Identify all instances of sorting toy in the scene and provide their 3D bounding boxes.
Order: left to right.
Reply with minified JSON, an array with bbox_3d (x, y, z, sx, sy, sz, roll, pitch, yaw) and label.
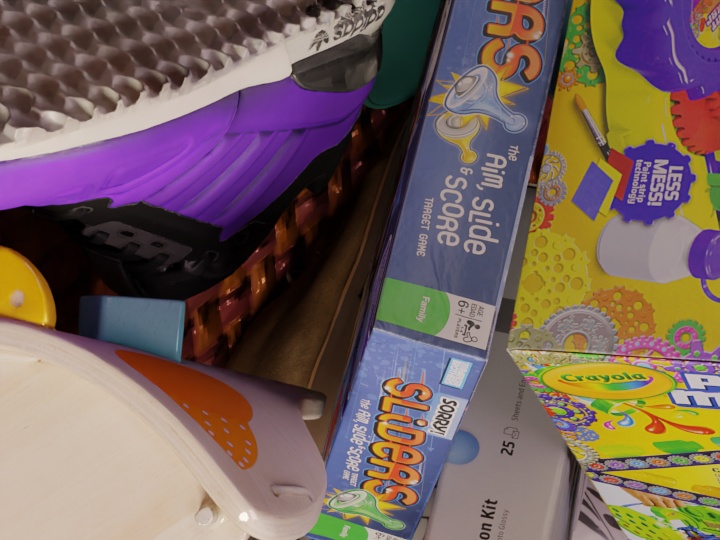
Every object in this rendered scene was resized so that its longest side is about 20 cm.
[{"bbox_3d":[-0.094,0.065,0.815,0.107,0.200,0.180,65,20,9],"label":"sorting toy"}]

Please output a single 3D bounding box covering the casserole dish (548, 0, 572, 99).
[{"bbox_3d":[0.065,-0.137,0.960,0.039,0.121,0.201,-25,130,-25],"label":"casserole dish"}]

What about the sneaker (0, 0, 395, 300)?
[{"bbox_3d":[-0.064,-0.030,0.776,0.200,0.069,0.100,-22,134,-46],"label":"sneaker"}]

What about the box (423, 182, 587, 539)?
[{"bbox_3d":[0.045,0.098,0.882,0.156,0.041,0.201,90,11,-52],"label":"box"}]

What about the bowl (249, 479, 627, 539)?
[{"bbox_3d":[0.050,0.155,1.018,0.200,0.094,0.202,-4,100,-22],"label":"bowl"}]

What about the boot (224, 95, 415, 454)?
[{"bbox_3d":[0.000,0.000,0.986,0.074,0.075,0.200,54,46,-34],"label":"boot"}]

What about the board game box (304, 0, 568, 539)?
[{"bbox_3d":[0.029,-0.030,0.840,0.136,0.034,0.201,107,-2,-59],"label":"board game box"}]

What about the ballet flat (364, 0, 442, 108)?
[{"bbox_3d":[0.021,-0.135,0.922,0.071,0.071,0.200,-46,168,-32],"label":"ballet flat"}]

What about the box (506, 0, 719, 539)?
[{"bbox_3d":[0.142,-0.025,0.848,0.193,0.121,0.201,56,42,-59],"label":"box"}]
